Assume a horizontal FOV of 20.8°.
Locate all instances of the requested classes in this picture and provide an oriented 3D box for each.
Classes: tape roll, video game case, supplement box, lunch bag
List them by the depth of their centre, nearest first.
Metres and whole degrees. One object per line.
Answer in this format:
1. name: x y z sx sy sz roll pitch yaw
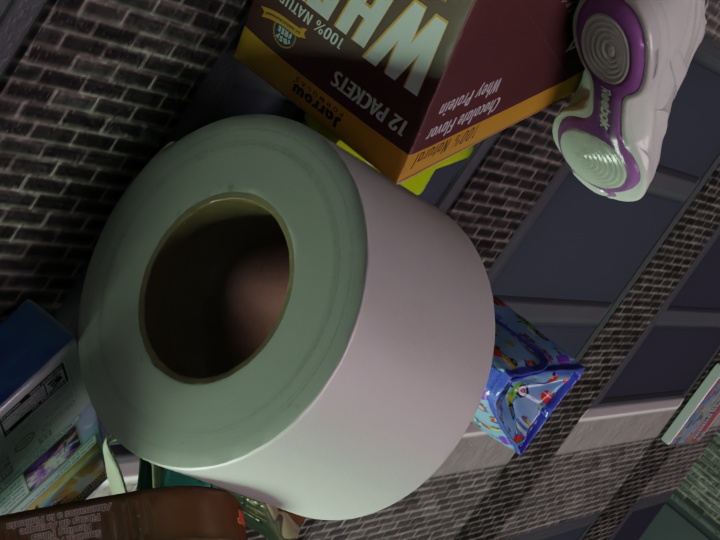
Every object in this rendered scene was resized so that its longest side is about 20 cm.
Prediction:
1. tape roll: -0.042 0.029 1.113 0.203 0.203 0.139 -54 143 7
2. supplement box: 0.061 -0.190 1.118 0.197 0.132 0.201 -29 150 -47
3. video game case: -0.240 0.135 1.153 0.200 0.045 0.182 -43 157 -22
4. lunch bag: 0.073 0.060 1.549 0.094 0.150 0.200 -53 160 6
5. video game case: 0.525 0.201 2.967 0.144 0.017 0.200 -55 160 11

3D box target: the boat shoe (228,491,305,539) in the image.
1. boat shoe: -0.074 0.154 1.520 0.074 0.075 0.200 -56 165 -13

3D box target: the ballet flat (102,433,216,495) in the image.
1. ballet flat: -0.124 0.094 1.217 0.070 0.202 0.067 13 144 -26

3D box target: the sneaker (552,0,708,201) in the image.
1. sneaker: 0.173 -0.116 1.183 0.100 0.075 0.201 -42 159 -25

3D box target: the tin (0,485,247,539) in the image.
1. tin: -0.161 0.160 1.099 0.198 0.042 0.112 -10 163 -4

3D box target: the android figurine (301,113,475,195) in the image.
1. android figurine: 0.011 -0.087 1.287 0.199 0.041 0.183 -21 153 -40
